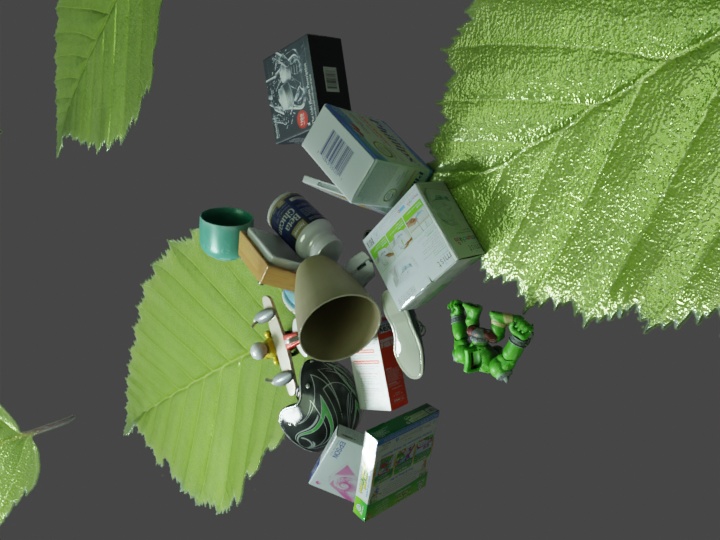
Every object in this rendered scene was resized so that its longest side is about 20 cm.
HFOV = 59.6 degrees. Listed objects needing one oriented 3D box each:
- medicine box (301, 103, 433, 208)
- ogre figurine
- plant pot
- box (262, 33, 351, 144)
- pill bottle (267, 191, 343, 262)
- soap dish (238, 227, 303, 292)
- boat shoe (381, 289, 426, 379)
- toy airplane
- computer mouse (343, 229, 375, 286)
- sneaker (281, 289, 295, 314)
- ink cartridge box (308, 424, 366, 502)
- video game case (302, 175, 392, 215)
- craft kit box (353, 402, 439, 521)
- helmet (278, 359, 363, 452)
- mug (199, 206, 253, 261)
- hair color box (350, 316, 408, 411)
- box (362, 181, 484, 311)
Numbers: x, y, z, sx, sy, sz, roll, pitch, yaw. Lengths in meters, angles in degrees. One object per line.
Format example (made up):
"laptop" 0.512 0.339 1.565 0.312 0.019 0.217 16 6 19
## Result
"medicine box" 0.015 -0.224 1.264 0.183 0.198 0.104 50 120 27
"ogre figurine" 0.233 0.132 1.191 0.197 0.097 0.123 14 97 33
"plant pot" -0.074 0.062 1.395 0.201 0.184 0.190 61 138 45
"box" -0.123 -0.411 1.457 0.180 0.103 0.205 -7 93 49
"pill bottle" -0.131 -0.095 1.527 0.200 0.110 0.113 43 127 32
"soap dish" -0.193 -0.018 1.533 0.157 0.198 0.082 45 108 40
"boat shoe" 0.099 0.131 1.357 0.074 0.062 0.204 -21 91 31
"toy airplane" -0.214 0.196 1.628 0.200 0.139 0.203 47 141 44
"computer mouse" 0.000 0.000 1.454 0.200 0.043 0.111 -48 64 41
"sneaker" -0.119 0.084 1.598 0.199 0.078 0.091 36 104 33
"ink cartridge box" 0.001 0.465 1.463 0.197 0.044 0.198 23 124 -4
"video game case" -0.016 -0.158 1.369 0.198 0.142 0.018 25 94 42
"craft kit box" 0.078 0.405 1.341 0.048 0.198 0.202 22 113 42
"helmet" -0.086 0.316 1.509 0.191 0.198 0.201 -48 63 22
"mug" -0.369 -0.102 1.775 0.149 0.185 0.117 16 115 18
"hair color box" 0.035 0.213 1.446 0.110 0.063 0.205 -9 92 48
"box" 0.122 -0.047 1.272 0.200 0.096 0.179 -46 66 42
